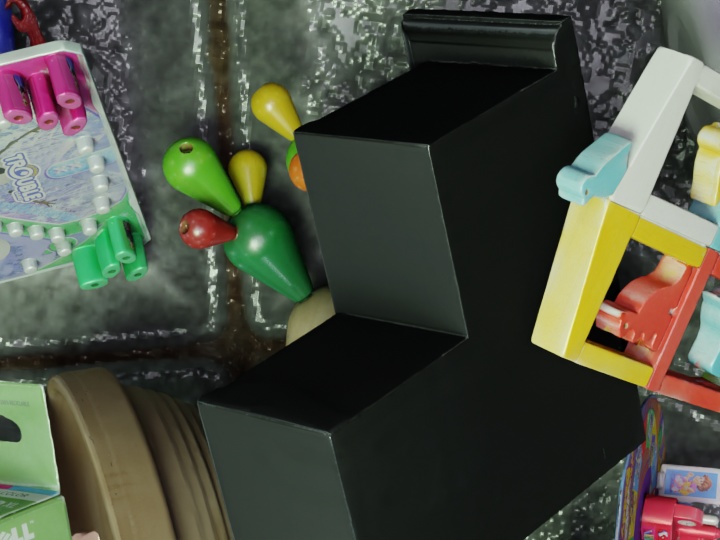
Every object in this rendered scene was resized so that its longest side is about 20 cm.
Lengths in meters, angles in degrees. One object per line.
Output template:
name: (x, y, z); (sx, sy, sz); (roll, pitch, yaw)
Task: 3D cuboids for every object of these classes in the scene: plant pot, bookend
plant pot: (-0.078, 0.137, 0.922); (0.093, 0.201, 0.201); (-12, 100, -17)
bookend: (0.010, 0.022, 0.817); (0.200, 0.092, 0.199); (-33, 120, -39)

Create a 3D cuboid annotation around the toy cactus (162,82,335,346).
toy cactus: (0.000, 0.000, 0.958); (0.200, 0.102, 0.165); (9, 109, -15)

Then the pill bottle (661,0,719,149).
pill bottle: (0.248, -0.115, 0.934); (0.200, 0.112, 0.113); (-15, 100, 0)

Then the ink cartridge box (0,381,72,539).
ink cartridge box: (-0.185, 0.155, 0.954); (0.059, 0.104, 0.200); (-19, 104, -45)

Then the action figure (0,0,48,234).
action figure: (-0.182, -0.110, 0.944); (0.065, 0.052, 0.200); (-20, 103, -3)

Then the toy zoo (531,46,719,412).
toy zoo: (0.144, -0.011, 0.848); (0.200, 0.020, 0.131); (19, 95, -46)

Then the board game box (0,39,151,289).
board game box: (-0.201, -0.020, 0.882); (0.200, 0.200, 0.026); (-14, 67, -3)

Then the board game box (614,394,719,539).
board game box: (0.145, 0.159, 0.938); (0.039, 0.158, 0.200); (4, 88, 15)
